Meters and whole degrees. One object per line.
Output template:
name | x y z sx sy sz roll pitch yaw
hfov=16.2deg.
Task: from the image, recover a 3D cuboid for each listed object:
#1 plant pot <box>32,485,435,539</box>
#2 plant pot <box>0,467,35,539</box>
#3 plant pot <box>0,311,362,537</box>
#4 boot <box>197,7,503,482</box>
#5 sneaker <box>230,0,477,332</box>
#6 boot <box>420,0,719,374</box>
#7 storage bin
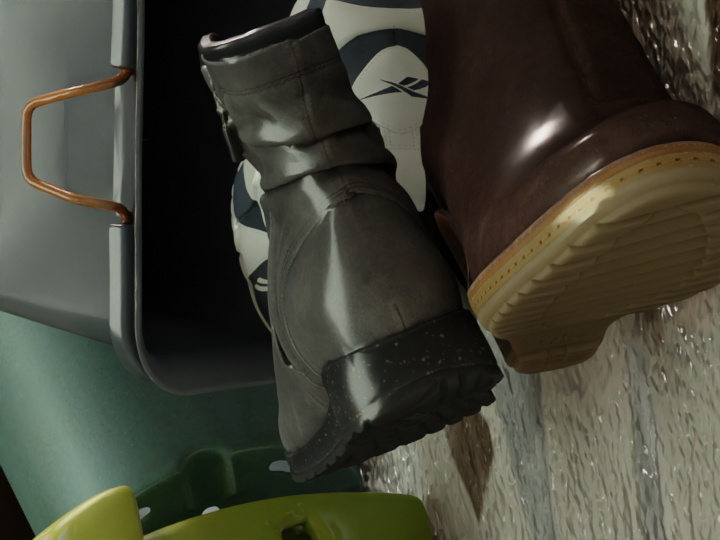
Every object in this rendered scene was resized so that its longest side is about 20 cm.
plant pot | -0.079 0.206 1.026 0.200 0.181 0.199 -38 53 38
plant pot | -0.203 0.150 1.795 0.175 0.200 0.201 53 -154 -75
plant pot | -0.100 0.057 1.219 0.200 0.200 0.196 97 154 -49
boot | -0.009 -0.009 0.801 0.200 0.070 0.132 127 120 -75
sneaker | 0.000 0.000 0.943 0.199 0.079 0.130 112 158 -47
boot | 0.047 -0.066 0.707 0.200 0.072 0.167 121 138 -76
storage bin | -0.098 -0.056 1.063 0.134 0.145 0.201 6 99 42
